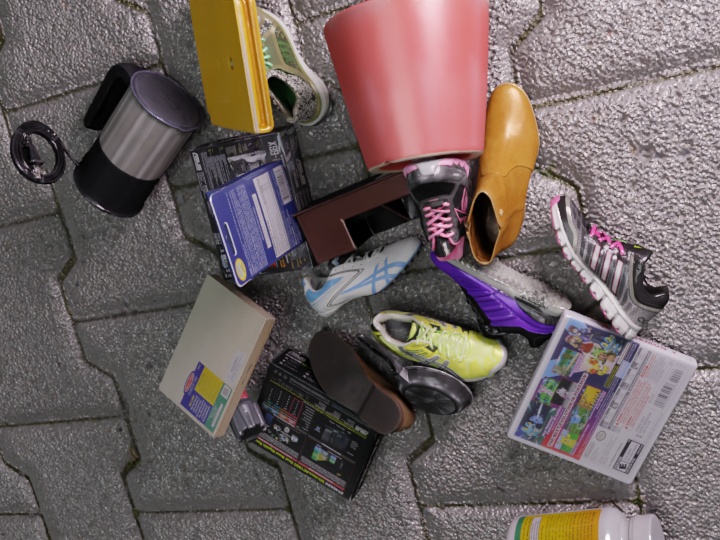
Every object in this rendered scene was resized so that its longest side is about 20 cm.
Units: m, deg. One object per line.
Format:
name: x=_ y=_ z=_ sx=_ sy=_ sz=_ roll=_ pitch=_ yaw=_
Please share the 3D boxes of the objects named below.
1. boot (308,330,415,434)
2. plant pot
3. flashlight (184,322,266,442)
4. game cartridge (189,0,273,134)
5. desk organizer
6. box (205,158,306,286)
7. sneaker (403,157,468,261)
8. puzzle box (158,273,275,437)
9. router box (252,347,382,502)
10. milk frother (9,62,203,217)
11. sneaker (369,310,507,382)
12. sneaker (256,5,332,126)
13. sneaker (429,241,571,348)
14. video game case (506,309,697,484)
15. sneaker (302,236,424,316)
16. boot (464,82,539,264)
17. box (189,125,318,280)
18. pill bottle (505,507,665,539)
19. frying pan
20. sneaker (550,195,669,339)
boot: x=0.001 y=0.165 z=1.372 sx=0.200 sy=0.075 sz=0.074 roll=43 pitch=105 yaw=28
plant pot: x=0.065 y=-0.215 z=1.114 sx=0.198 sy=0.200 sz=0.180 roll=-8 pitch=91 yaw=27
flashlight: x=-0.201 y=0.157 z=1.420 sx=0.068 sy=0.067 sz=0.201 roll=-42 pitch=62 yaw=27
game cartridge: x=-0.175 y=-0.278 z=1.254 sx=0.200 sy=0.032 sz=0.179 roll=26 pitch=127 yaw=62
desk organizer: x=0.016 y=-0.083 z=1.275 sx=0.198 sy=0.072 sz=0.078 roll=-20 pitch=101 yaw=29
box: x=-0.140 y=-0.063 z=1.222 sx=0.032 sy=0.200 sz=0.123 roll=-11 pitch=104 yaw=24
sneaker: x=0.099 y=-0.068 z=1.137 sx=0.078 sy=0.200 sz=0.097 roll=-6 pitch=72 yaw=12
puzzle box: x=-0.214 y=0.124 z=1.381 sx=0.132 sy=0.025 sz=0.202 roll=33 pitch=105 yaw=29
router box: x=-0.064 y=0.232 z=1.425 sx=0.198 sy=0.062 sz=0.151 roll=28 pitch=117 yaw=14
milk frother: x=-0.365 y=-0.194 z=1.341 sx=0.181 sy=0.200 sz=0.188 roll=47 pitch=120 yaw=8
sneaker: x=0.101 y=0.103 z=1.284 sx=0.197 sy=0.076 sz=0.076 roll=9 pitch=78 yaw=20
sneaker: x=-0.122 y=-0.276 z=1.260 sx=0.200 sy=0.089 sz=0.077 roll=49 pitch=120 yaw=2
sneaker: x=0.170 y=0.039 z=1.245 sx=0.199 sy=0.069 sz=0.100 roll=29 pitch=120 yaw=14
video game case: x=0.311 y=0.168 z=1.227 sx=0.180 sy=0.023 sz=0.202 roll=21 pitch=116 yaw=1
sneaker: x=0.000 y=0.000 z=1.309 sx=0.199 sy=0.072 sz=0.073 roll=-28 pitch=105 yaw=29
boot: x=0.170 y=-0.119 z=1.147 sx=0.070 sy=0.144 sz=0.204 roll=4 pitch=109 yaw=23
box: x=-0.148 y=-0.095 z=1.358 sx=0.156 sy=0.050 sz=0.203 roll=-8 pitch=104 yaw=26
pill bottle: x=0.307 y=0.383 z=1.275 sx=0.198 sy=0.113 sz=0.114 roll=-14 pitch=102 yaw=27
frying pan: x=0.082 y=0.148 z=1.293 sx=0.114 sy=0.031 sz=0.190 roll=-5 pitch=141 yaw=37
sneaker: x=0.311 y=-0.018 z=1.160 sx=0.087 sy=0.074 sz=0.201 roll=-34 pitch=91 yaw=24
